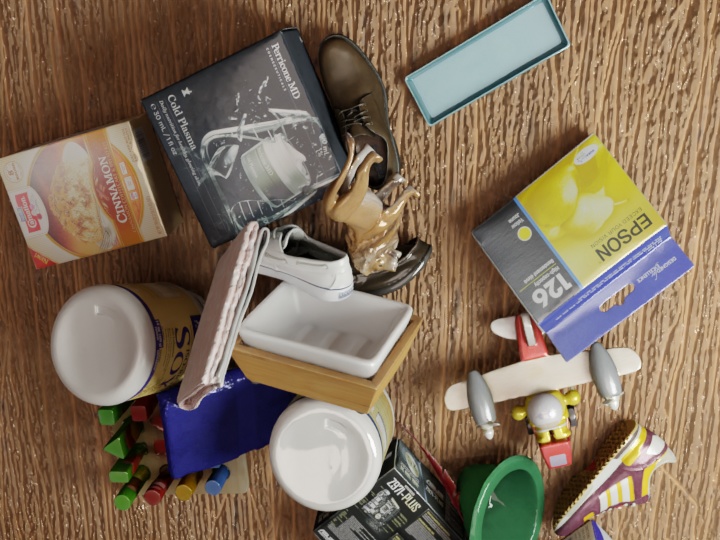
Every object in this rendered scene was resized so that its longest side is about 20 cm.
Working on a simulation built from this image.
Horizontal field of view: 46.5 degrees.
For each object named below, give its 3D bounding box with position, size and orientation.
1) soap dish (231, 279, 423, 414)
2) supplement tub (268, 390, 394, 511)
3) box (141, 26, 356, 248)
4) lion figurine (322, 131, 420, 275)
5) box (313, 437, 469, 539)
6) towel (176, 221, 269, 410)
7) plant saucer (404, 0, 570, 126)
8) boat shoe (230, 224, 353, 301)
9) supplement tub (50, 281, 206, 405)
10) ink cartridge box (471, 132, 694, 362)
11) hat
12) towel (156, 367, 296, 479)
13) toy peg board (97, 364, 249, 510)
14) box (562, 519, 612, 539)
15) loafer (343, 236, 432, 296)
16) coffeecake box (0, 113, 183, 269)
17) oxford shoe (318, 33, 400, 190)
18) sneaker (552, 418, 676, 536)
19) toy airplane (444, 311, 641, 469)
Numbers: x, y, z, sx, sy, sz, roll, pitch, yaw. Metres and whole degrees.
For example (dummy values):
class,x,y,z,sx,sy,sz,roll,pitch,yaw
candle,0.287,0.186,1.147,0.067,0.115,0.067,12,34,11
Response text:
class,x,y,z,sx,sy,sz,roll,pitch,yaw
soap dish,-0.040,0.090,1.030,0.196,0.158,0.083,13,122,20
supplement tub,-0.030,0.211,1.101,0.141,0.200,0.148,1,98,9
box,-0.132,-0.167,1.049,0.194,0.124,0.203,-23,103,11
lion figurine,0.000,-0.074,0.990,0.123,0.073,0.199,-47,141,6
box,0.058,0.376,1.209,0.163,0.086,0.200,-41,99,17
towel,-0.168,0.058,1.006,0.032,0.191,0.204,20,69,-15
plant saucer,0.155,-0.258,1.038,0.198,0.019,0.071,-28,102,14
boat shoe,-0.089,-0.027,1.080,0.197,0.073,0.066,20,127,28
supplement tub,-0.285,0.089,1.089,0.142,0.200,0.149,0,91,19
ink cartridge box,0.270,-0.028,1.034,0.197,0.047,0.201,-39,73,10
hat,0.149,0.317,1.204,0.174,0.164,0.205,10,102,46
towel,-0.177,0.191,1.142,0.197,0.049,0.150,-17,125,-27
toy peg board,-0.276,0.251,1.207,0.195,0.098,0.204,-2,107,8
box,0.288,0.484,1.162,0.200,0.184,0.105,-42,97,17
loafer,0.000,0.000,1.106,0.197,0.073,0.072,-25,105,14
coffeecake box,-0.359,-0.105,1.121,0.196,0.073,0.156,-13,106,11
oxford shoe,0.000,-0.196,1.042,0.072,0.085,0.203,-21,102,15
sneaker,0.348,0.306,1.158,0.089,0.075,0.201,35,109,1
toy airplane,0.235,0.148,1.088,0.197,0.141,0.202,31,109,-2
